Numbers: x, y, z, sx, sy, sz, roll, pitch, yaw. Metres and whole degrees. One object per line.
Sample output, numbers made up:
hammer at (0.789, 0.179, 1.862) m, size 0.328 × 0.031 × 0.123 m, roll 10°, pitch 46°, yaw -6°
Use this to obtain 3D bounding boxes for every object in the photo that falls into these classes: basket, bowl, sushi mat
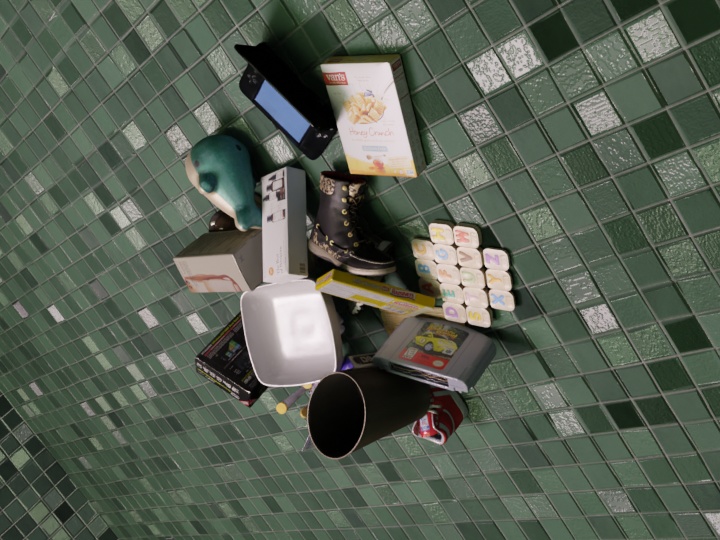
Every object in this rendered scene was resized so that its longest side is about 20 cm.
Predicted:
basket at (0.024, 0.246, 1.695) m, size 0.136 × 0.199 × 0.181 m, roll 51°, pitch 128°, yaw 27°
bowl at (-0.122, 0.116, 1.767) m, size 0.198 × 0.074 × 0.203 m, roll -10°, pitch 93°, yaw 29°
sushi mat at (0.124, 0.107, 1.741) m, size 0.198 × 0.012 × 0.097 m, roll 4°, pitch 125°, yaw 39°

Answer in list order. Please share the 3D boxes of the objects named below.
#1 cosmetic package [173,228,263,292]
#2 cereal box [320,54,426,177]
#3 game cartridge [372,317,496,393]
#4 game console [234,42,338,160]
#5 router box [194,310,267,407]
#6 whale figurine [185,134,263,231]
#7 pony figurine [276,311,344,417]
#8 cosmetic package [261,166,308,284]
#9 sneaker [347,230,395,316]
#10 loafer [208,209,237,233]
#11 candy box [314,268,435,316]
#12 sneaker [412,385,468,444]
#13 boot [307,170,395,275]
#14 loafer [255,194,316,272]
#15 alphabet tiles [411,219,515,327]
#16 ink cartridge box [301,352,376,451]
cosmetic package at (-0.262, -0.018, 1.803) m, size 0.199 × 0.103 × 0.088 m, roll -2°, pitch 121°, yaw 46°
cereal box at (0.022, -0.252, 1.506) m, size 0.143 × 0.040 × 0.202 m, roll 7°, pitch 127°, yaw 38°
game cartridge at (0.135, 0.145, 1.648) m, size 0.198 × 0.133 × 0.041 m, roll 12°, pitch 129°, yaw 33°
game console at (-0.141, -0.281, 1.567) m, size 0.200 × 0.116 × 0.176 m, roll 45°, pitch 141°, yaw 2°
router box at (-0.236, 0.176, 1.970) m, size 0.149 × 0.200 × 0.062 m, roll 31°, pitch 144°, yaw 18°
whale figurine at (-0.239, -0.170, 1.727) m, size 0.104 × 0.158 × 0.201 m, roll -43°, pitch 73°, yaw 28°
pony figurine at (-0.064, 0.208, 1.879) m, size 0.167 × 0.200 × 0.193 m, roll 45°, pitch 127°, yaw 2°
cosmetic package at (-0.142, -0.082, 1.699) m, size 0.082 × 0.050 × 0.203 m, roll -16°, pitch 72°, yaw 49°
sneaker at (0.000, 0.000, 1.724) m, size 0.090 × 0.066 × 0.201 m, roll 36°, pitch 136°, yaw 16°
loafer at (-0.278, -0.030, 1.935) m, size 0.070 × 0.073 × 0.202 m, roll 25°, pitch 137°, yaw 24°
candy box at (0.025, 0.042, 1.650) m, size 0.198 × 0.027 × 0.102 m, roll 16°, pitch 162°, yaw -17°
sneaker at (0.121, 0.245, 1.776) m, size 0.200 × 0.113 × 0.071 m, roll 50°, pitch 141°, yaw -11°
boot at (-0.012, -0.083, 1.615) m, size 0.199 × 0.073 × 0.153 m, roll 25°, pitch 115°, yaw 43°
loafer at (-0.173, -0.061, 1.820) m, size 0.200 × 0.067 × 0.076 m, roll 43°, pitch 141°, yaw 4°
alphabet tiles at (0.176, 0.007, 1.601) m, size 0.194 × 0.015 × 0.202 m, roll 11°, pitch 126°, yaw 36°
ink cartridge box at (-0.020, 0.253, 1.801) m, size 0.043 × 0.199 × 0.200 m, roll 41°, pitch 118°, yaw 34°
